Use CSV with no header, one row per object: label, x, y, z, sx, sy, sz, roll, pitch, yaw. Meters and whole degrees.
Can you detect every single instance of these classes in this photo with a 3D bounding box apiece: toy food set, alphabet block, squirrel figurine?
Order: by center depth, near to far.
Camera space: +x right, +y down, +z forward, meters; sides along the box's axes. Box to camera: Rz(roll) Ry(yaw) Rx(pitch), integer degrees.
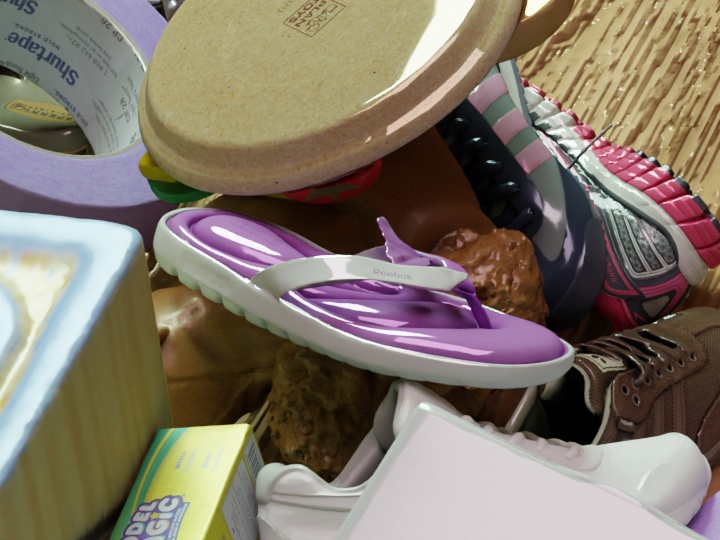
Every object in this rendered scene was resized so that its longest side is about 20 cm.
alphabet block,-0.191,0.105,1.194,0.195,0.200,0.196,8,38,17
squirrel figurine,-0.021,0.028,1.334,0.186,0.142,0.200,-28,39,-18
toy food set,-0.012,-0.102,1.344,0.198,0.049,0.200,10,53,39

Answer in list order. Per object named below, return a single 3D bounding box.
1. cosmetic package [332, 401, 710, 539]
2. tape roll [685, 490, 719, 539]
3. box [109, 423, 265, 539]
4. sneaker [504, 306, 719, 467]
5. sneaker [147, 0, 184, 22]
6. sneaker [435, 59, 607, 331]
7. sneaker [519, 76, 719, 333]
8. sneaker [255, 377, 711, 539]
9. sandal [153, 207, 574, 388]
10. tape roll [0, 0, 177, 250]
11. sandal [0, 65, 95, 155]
cosmetic package,0.051,0.189,1.010,0.165,0.165,0.200,26,68,23
tape roll,0.221,0.155,1.183,0.200,0.066,0.200,-4,37,3
box,-0.073,0.169,1.160,0.048,0.117,0.200,-5,35,18
sneaker,0.118,0.062,1.314,0.070,0.076,0.200,19,43,30
sneaker,-0.070,-0.156,1.648,0.200,0.075,0.081,-15,28,-13
sneaker,0.050,-0.054,1.402,0.082,0.070,0.200,20,33,-42
sneaker,0.096,-0.037,1.456,0.075,0.081,0.200,-47,38,-6
sneaker,0.049,0.087,1.201,0.200,0.100,0.078,-15,2,-18
sandal,-0.004,0.002,1.234,0.202,0.050,0.082,18,23,27
tape roll,-0.177,-0.086,1.476,0.200,0.066,0.200,21,40,-19
sandal,-0.223,-0.103,1.604,0.200,0.054,0.080,10,39,21
